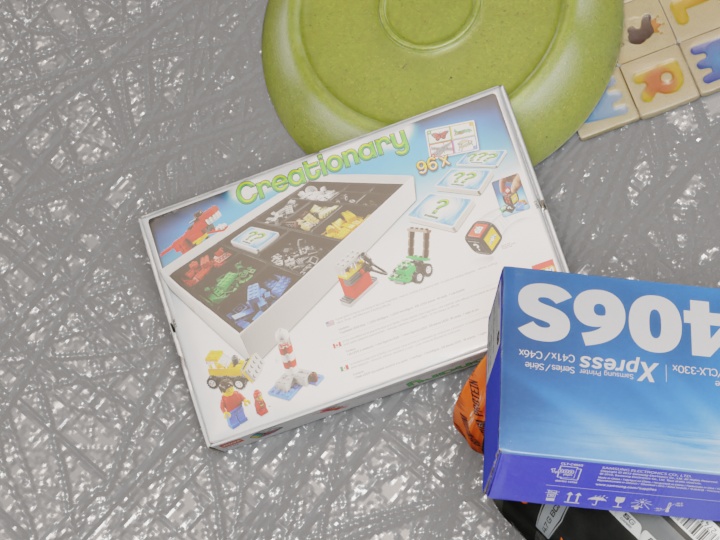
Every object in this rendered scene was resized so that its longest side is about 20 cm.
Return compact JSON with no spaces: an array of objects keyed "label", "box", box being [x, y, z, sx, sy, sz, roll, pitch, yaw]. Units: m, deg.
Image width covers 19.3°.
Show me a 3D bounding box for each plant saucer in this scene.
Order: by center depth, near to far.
[{"label":"plant saucer","box":[0.040,-0.137,1.131,0.200,0.031,0.200,-4,69,12]}]

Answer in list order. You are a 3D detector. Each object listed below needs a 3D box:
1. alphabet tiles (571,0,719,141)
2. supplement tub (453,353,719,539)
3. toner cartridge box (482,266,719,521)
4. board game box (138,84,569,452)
[{"label":"alphabet tiles","box":[0.153,-0.162,1.137,0.200,0.006,0.167,-20,66,3]},{"label":"supplement tub","box":[0.143,0.106,0.970,0.123,0.123,0.200,-42,67,-7]},{"label":"toner cartridge box","box":[0.155,0.057,0.905,0.200,0.043,0.095,6,56,-3]},{"label":"board game box","box":[0.000,0.000,1.069,0.200,0.035,0.126,-19,78,7]}]
